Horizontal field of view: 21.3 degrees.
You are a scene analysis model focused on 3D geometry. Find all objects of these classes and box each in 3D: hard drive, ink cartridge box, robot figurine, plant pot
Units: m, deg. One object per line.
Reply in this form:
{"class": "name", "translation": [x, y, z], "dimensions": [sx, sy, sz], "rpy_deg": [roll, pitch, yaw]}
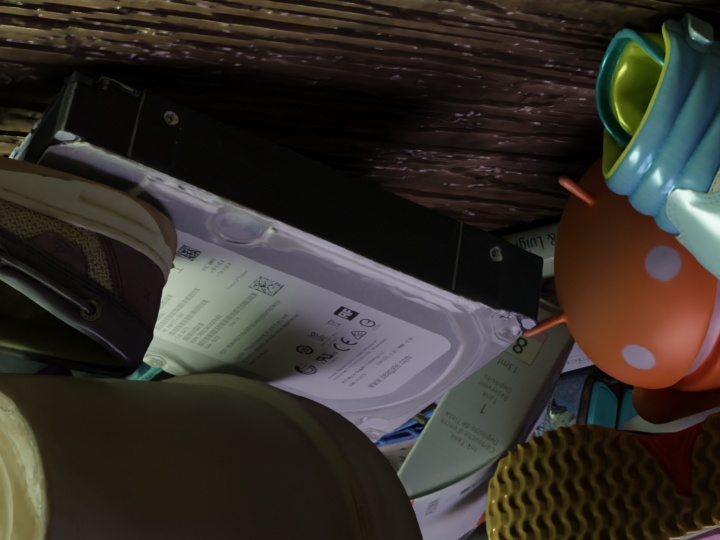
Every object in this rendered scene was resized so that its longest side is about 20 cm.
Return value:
{"class": "hard drive", "translation": [-0.048, 0.002, 0.758], "dimensions": [0.200, 0.038, 0.140], "rpy_deg": [23, 146, -20]}
{"class": "ink cartridge box", "translation": [0.037, 0.122, 0.970], "dimensions": [0.057, 0.200, 0.163], "rpy_deg": [26, 160, 7]}
{"class": "robot figurine", "translation": [0.173, 0.000, 0.860], "dimensions": [0.200, 0.117, 0.144], "rpy_deg": [3, 162, -16]}
{"class": "plant pot", "translation": [-0.101, 0.116, 0.701], "dimensions": [0.200, 0.200, 0.174], "rpy_deg": [-23, 148, 25]}

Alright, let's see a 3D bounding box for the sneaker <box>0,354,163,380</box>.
{"class": "sneaker", "translation": [-0.142, 0.025, 0.842], "dimensions": [0.074, 0.088, 0.200], "rpy_deg": [-32, 177, 27]}

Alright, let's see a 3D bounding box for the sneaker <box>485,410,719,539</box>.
{"class": "sneaker", "translation": [0.154, 0.104, 0.872], "dimensions": [0.200, 0.075, 0.090], "rpy_deg": [-16, 152, 33]}

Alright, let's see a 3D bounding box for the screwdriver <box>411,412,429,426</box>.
{"class": "screwdriver", "translation": [-0.030, 0.039, 0.925], "dimensions": [0.029, 0.028, 0.200], "rpy_deg": [3, 159, 39]}

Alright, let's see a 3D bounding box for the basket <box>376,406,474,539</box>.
{"class": "basket", "translation": [0.044, 0.172, 1.188], "dimensions": [0.139, 0.176, 0.200], "rpy_deg": [-15, 179, -35]}

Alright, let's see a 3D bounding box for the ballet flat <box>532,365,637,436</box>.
{"class": "ballet flat", "translation": [0.135, 0.094, 1.199], "dimensions": [0.074, 0.074, 0.200], "rpy_deg": [-18, 157, 13]}

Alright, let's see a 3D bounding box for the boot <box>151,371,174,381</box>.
{"class": "boot", "translation": [-0.177, 0.096, 0.992], "dimensions": [0.200, 0.072, 0.144], "rpy_deg": [-24, 158, 6]}

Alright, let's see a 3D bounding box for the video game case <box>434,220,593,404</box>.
{"class": "video game case", "translation": [0.113, 0.016, 1.015], "dimensions": [0.182, 0.024, 0.200], "rpy_deg": [-15, 159, 4]}

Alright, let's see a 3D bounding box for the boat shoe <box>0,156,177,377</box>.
{"class": "boat shoe", "translation": [-0.164, -0.008, 0.666], "dimensions": [0.200, 0.065, 0.072], "rpy_deg": [13, 145, -15]}

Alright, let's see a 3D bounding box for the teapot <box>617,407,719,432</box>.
{"class": "teapot", "translation": [0.257, 0.057, 0.985], "dimensions": [0.197, 0.200, 0.146], "rpy_deg": [27, -178, 36]}

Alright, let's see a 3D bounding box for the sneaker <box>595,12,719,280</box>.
{"class": "sneaker", "translation": [0.171, -0.071, 0.761], "dimensions": [0.200, 0.131, 0.080], "rpy_deg": [-42, 165, -43]}

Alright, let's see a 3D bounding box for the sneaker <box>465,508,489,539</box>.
{"class": "sneaker", "translation": [0.157, 0.143, 0.940], "dimensions": [0.201, 0.067, 0.108], "rpy_deg": [12, -151, 21]}
